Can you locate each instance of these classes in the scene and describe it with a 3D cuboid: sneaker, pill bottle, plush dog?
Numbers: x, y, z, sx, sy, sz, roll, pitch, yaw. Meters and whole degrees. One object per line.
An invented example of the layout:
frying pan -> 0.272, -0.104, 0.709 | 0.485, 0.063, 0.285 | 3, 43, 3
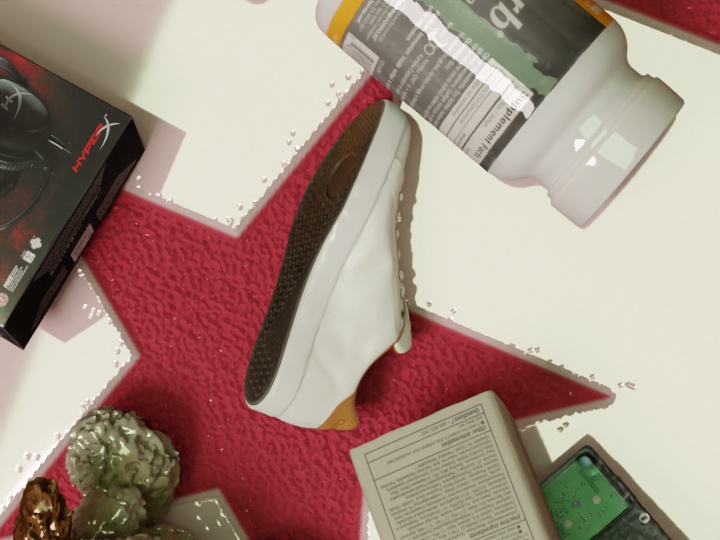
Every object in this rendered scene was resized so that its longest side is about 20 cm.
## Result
sneaker -> 0.000, 0.000, 1.064 | 0.084, 0.073, 0.201 | 22, 87, -23
pill bottle -> 0.081, -0.125, 1.014 | 0.200, 0.116, 0.117 | 40, 95, 3
plush dog -> -0.136, 0.195, 1.020 | 0.200, 0.172, 0.161 | 43, 96, 5

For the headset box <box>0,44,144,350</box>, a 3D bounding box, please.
headset box -> -0.255, -0.068, 1.067 | 0.199, 0.077, 0.149 | 30, 78, 5

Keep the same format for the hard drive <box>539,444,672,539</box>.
hard drive -> 0.145, 0.220, 1.017 | 0.140, 0.038, 0.200 | -41, 68, 0

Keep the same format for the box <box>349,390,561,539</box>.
box -> 0.074, 0.181, 0.986 | 0.095, 0.078, 0.201 | -22, 69, 7
